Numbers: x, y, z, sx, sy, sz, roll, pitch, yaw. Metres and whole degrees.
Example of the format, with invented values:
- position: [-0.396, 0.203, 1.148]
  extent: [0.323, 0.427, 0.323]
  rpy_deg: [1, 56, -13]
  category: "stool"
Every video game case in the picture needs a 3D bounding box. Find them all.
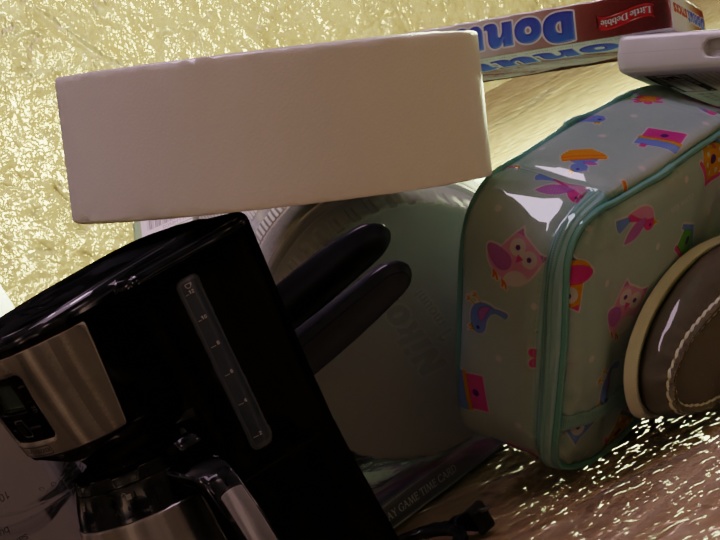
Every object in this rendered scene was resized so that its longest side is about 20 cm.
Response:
- position: [0.257, -0.106, 1.219]
  extent: [0.182, 0.024, 0.200]
  rpy_deg: [-2, -5, 28]
  category: "video game case"
- position: [-0.021, 0.134, 1.246]
  extent: [0.143, 0.019, 0.200]
  rpy_deg: [-18, 9, 44]
  category: "video game case"

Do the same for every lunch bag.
- position: [0.130, 0.004, 1.164]
  extent: [0.077, 0.160, 0.200]
  rpy_deg: [19, 32, 34]
  category: "lunch bag"

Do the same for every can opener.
- position: [-0.059, 0.048, 1.131]
  extent: [0.200, 0.063, 0.079]
  rpy_deg: [-31, -28, 13]
  category: "can opener"

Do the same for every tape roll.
- position: [-0.040, -0.068, 1.080]
  extent: [0.202, 0.071, 0.202]
  rpy_deg: [-7, 4, 1]
  category: "tape roll"

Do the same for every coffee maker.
- position: [-0.064, 0.080, 1.051]
  extent: [0.135, 0.200, 0.192]
  rpy_deg: [-19, 9, 35]
  category: "coffee maker"

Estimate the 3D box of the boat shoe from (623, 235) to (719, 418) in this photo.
- position: [0.203, 0.016, 1.147]
  extent: [0.060, 0.072, 0.202]
  rpy_deg: [14, 36, 37]
  category: "boat shoe"

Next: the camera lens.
- position: [0.000, 0.000, 1.269]
  extent: [0.160, 0.160, 0.200]
  rpy_deg: [-25, 24, -7]
  category: "camera lens"

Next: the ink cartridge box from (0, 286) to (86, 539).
- position: [-0.208, 0.119, 1.185]
  extent: [0.144, 0.200, 0.084]
  rpy_deg: [-30, 8, 14]
  category: "ink cartridge box"

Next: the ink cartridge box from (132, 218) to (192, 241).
- position: [-0.034, 0.018, 1.453]
  extent: [0.145, 0.200, 0.048]
  rpy_deg: [-23, 46, 12]
  category: "ink cartridge box"

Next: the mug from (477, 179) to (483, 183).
- position: [0.041, 0.002, 1.579]
  extent: [0.152, 0.114, 0.185]
  rpy_deg: [-26, 4, -29]
  category: "mug"

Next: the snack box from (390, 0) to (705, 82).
- position: [0.082, -0.121, 1.246]
  extent: [0.200, 0.024, 0.072]
  rpy_deg: [-7, -6, 22]
  category: "snack box"
